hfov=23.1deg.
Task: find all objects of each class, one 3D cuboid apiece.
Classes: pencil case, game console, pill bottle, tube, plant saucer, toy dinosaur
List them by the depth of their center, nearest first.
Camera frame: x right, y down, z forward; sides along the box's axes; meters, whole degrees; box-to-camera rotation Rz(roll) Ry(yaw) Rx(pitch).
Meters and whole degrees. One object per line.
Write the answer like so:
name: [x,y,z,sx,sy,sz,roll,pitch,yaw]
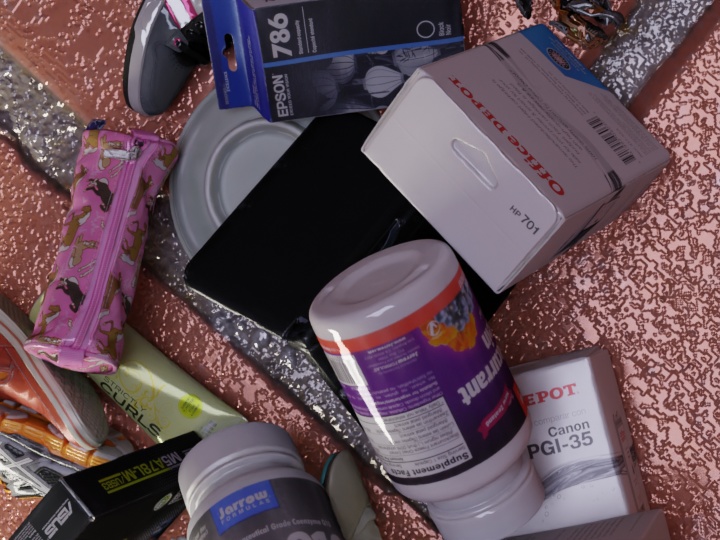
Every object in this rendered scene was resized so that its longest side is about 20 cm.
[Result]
pill bottle: [0.053,0.090,1.232,0.111,0.112,0.201,-21,109,16]
pill bottle: [-0.063,0.219,1.298,0.113,0.114,0.201,-37,52,14]
toy dinosaur: [0.150,-0.267,1.315,0.135,0.102,0.201,-36,84,28]
game console: [0.000,0.000,1.334,0.200,0.116,0.176,-50,119,-24]
pencil case: [-0.206,-0.016,1.402,0.082,0.086,0.202,7,75,27]
plant saucer: [-0.068,-0.066,1.407,0.198,0.050,0.202,0,92,17]
tube: [-0.185,0.085,1.447,0.200,0.058,0.052,42,63,8]

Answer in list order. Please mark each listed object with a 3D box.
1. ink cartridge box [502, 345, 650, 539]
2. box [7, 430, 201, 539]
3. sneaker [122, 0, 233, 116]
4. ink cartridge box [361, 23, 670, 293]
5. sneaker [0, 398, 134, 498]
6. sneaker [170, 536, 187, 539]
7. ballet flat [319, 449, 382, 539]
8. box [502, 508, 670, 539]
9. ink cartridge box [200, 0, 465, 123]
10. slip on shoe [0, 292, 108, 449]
ink cartridge box: [0.137,0.173,1.333,0.145,0.083,0.202,-16,87,18]
box: [-0.222,0.220,1.372,0.048,0.193,0.200,46,111,11]
sneaker: [-0.102,-0.199,1.400,0.120,0.083,0.202,28,98,24]
ink cartridge box: [0.116,-0.086,1.265,0.147,0.200,0.086,47,125,11]
sneaker: [-0.287,0.147,1.467,0.199,0.078,0.078,23,109,17]
sneaker: [-0.142,0.254,1.434,0.198,0.073,0.071,-21,76,7]
ballet flat: [-0.012,0.242,1.391,0.069,0.069,0.202,15,104,16]
box: [0.119,0.243,1.232,0.198,0.124,0.099,-14,90,18]
ink cartridge box: [-0.019,-0.170,1.347,0.198,0.039,0.100,-8,122,2]
slip on shoe: [-0.278,0.085,1.450,0.200,0.074,0.061,41,94,27]
